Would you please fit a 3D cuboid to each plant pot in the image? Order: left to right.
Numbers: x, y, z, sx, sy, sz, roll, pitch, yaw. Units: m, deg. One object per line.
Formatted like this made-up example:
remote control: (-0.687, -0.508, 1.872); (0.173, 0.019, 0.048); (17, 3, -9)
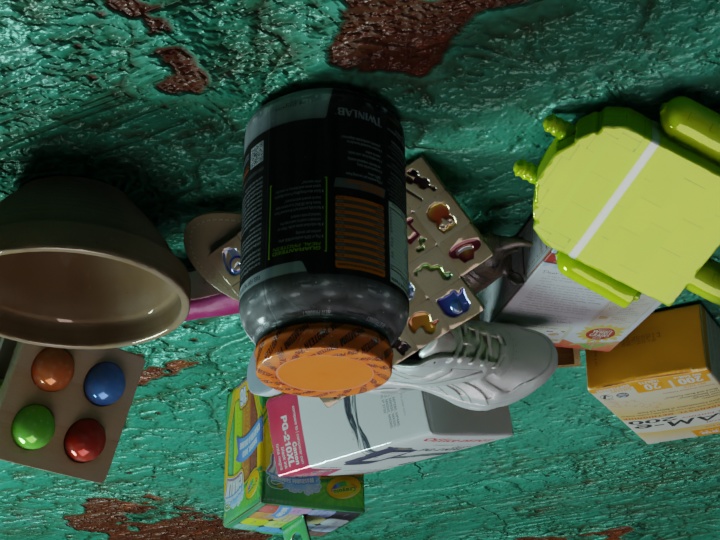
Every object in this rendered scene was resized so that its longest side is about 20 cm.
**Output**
plant pot: (-0.236, -0.014, 1.093); (0.199, 0.093, 0.201); (1, 155, 0)

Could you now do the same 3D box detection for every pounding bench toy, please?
pounding bench toy: (-0.328, 0.103, 1.233); (0.199, 0.125, 0.156); (22, 174, -38)

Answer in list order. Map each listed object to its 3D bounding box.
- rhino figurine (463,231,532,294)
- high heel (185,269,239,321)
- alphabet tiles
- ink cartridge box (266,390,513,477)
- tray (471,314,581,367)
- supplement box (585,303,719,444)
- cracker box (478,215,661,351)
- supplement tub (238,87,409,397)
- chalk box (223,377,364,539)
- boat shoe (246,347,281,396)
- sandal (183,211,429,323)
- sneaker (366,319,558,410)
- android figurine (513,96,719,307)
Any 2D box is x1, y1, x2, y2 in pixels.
rhino figurine: (0.070, 0.000, 1.162); (0.199, 0.060, 0.087); (-21, 146, 41)
high heel: (-0.156, 0.032, 1.223); (0.199, 0.068, 0.096); (-30, 133, 25)
alphabet tiles: (0.000, 0.000, 1.087); (0.199, 0.008, 0.167); (-33, 102, 20)
ink cartridge box: (0.030, 0.145, 1.327); (0.199, 0.085, 0.144); (-21, 162, 36)
tray: (0.119, 0.070, 1.341); (0.199, 0.037, 0.099); (-6, 154, 9)
supplement box: (0.324, 0.113, 1.388); (0.125, 0.074, 0.200); (-13, 152, 26)
cracker box: (0.197, 0.005, 1.181); (0.133, 0.058, 0.200); (7, 154, -12)
supplement tub: (-0.026, -0.018, 0.963); (0.122, 0.201, 0.123); (0, 155, 0)
chalk box: (-0.075, 0.220, 1.458); (0.123, 0.201, 0.125); (11, 152, -23)
boat shoe: (-0.040, 0.076, 1.324); (0.066, 0.070, 0.200); (18, 141, -30)
sandal: (-0.042, -0.007, 1.135); (0.210, 0.070, 0.078); (14, 110, 4)
sneaker: (0.079, 0.072, 1.158); (0.199, 0.078, 0.099); (1, 159, -7)
android figurine: (0.214, -0.050, 1.012); (0.199, 0.041, 0.182); (26, 128, -5)
